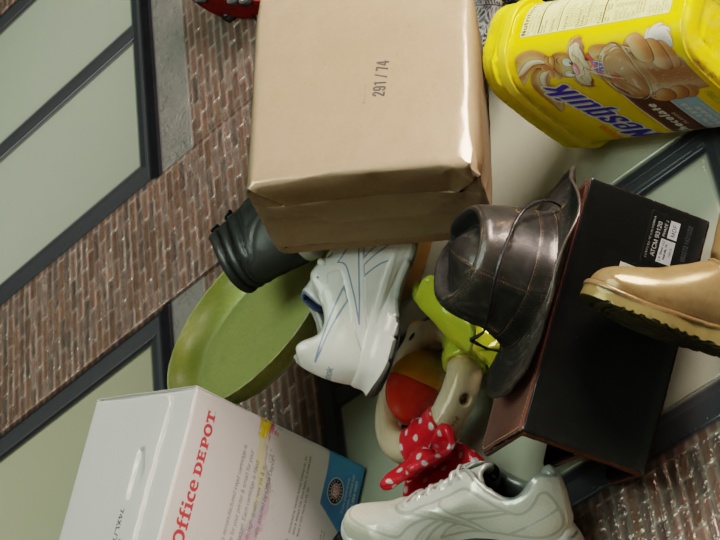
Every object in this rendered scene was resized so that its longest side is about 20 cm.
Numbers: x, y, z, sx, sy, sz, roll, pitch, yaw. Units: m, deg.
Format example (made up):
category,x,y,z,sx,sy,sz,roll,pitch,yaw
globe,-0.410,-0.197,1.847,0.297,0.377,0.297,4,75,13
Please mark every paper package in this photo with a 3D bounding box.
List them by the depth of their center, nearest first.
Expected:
category,x,y,z,sx,sy,sz,roll,pitch,yaw
paper package,0.009,-0.125,1.609,0.189,0.104,0.202,-5,56,9

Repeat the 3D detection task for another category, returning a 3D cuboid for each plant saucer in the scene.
category,x,y,z,sx,sy,sz,roll,pitch,yaw
plant saucer,-0.088,0.045,1.731,0.199,0.031,0.201,-36,29,23

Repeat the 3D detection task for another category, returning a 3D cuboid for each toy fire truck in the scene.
category,x,y,z,sx,sy,sz,roll,pitch,yaw
toy fire truck,-0.093,-0.337,2.124,0.199,0.049,0.142,12,77,53

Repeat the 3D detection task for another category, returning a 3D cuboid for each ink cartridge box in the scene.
category,x,y,z,sx,sy,sz,roll,pitch,yaw
ink cartridge box,-0.126,0.205,1.691,0.145,0.199,0.148,-9,60,46

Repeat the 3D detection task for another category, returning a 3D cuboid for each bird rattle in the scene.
category,x,y,z,sx,sy,sz,roll,pitch,yaw
bird rattle,0.066,0.109,1.641,0.163,0.112,0.202,4,80,66

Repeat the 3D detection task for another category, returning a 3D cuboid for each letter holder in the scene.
category,x,y,z,sx,sy,sz,roll,pitch,yaw
letter holder,0.174,0.054,1.517,0.142,0.100,0.202,133,155,-73

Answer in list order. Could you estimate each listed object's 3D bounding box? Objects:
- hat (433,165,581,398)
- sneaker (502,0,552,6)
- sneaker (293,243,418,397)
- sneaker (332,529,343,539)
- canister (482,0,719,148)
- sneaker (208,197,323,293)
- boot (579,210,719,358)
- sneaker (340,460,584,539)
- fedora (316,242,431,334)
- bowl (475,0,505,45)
category,x,y,z,sx,sy,sz,roll,pitch,yaw
hat,0.100,-0.001,1.502,0.201,0.080,0.202,-162,90,-86
sneaker,0.175,-0.247,1.728,0.129,0.079,0.201,-41,45,36
sneaker,0.000,0.000,1.628,0.075,0.086,0.202,104,179,-66
sneaker,0.022,0.242,1.585,0.200,0.087,0.076,26,88,53
canister,0.217,-0.163,1.566,0.199,0.148,0.087,-4,63,47
sneaker,-0.086,-0.059,1.748,0.099,0.071,0.201,-29,32,18
boot,0.265,-0.041,1.437,0.066,0.174,0.202,133,155,-79
sneaker,0.075,0.183,1.523,0.198,0.082,0.075,-3,19,27
fedora,0.005,-0.022,1.779,0.200,0.081,0.202,-32,48,44
bowl,0.041,-0.179,1.801,0.199,0.095,0.201,-6,34,4
